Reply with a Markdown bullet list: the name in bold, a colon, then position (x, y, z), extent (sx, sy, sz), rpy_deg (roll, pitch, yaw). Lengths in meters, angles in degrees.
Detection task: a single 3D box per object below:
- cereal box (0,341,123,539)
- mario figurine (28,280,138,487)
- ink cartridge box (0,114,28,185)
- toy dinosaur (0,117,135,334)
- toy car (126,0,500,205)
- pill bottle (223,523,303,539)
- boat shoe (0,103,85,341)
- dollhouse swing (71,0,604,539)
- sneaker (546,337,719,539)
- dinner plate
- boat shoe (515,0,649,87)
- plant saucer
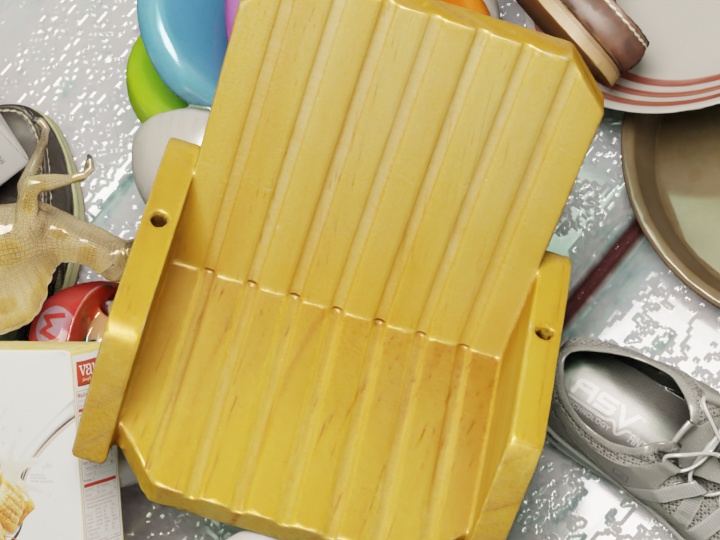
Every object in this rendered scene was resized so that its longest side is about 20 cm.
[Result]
- **cereal box**: position (-0.181, 0.134, 0.988), extent (0.143, 0.039, 0.201), rpy_deg (-2, 95, 30)
- **mario figurine**: position (-0.071, 0.053, 1.007), extent (0.199, 0.124, 0.106), rpy_deg (16, 119, 7)
- **ink cartridge box**: position (-0.293, -0.055, 1.068), extent (0.200, 0.086, 0.148), rpy_deg (-39, 44, -1)
- **toy dinosaur**: position (-0.194, -0.017, 0.984), extent (0.199, 0.058, 0.102), rpy_deg (-10, 92, 2)
- **toy car**: position (-0.026, -0.110, 1.014), extent (0.199, 0.150, 0.176), rpy_deg (8, 59, 12)
- **pill bottle**: position (-0.023, 0.217, 0.944), extent (0.112, 0.112, 0.201), rpy_deg (-27, 84, 1)
- **boat shoe**: position (-0.188, 0.001, 1.069), extent (0.073, 0.065, 0.201), rpy_deg (-5, 72, 10)
- **dollhouse swing**: position (0.000, 0.000, 0.898), extent (0.199, 0.176, 0.182), rpy_deg (17, 50, -4)
- **sneaker**: position (0.164, 0.095, 0.971), extent (0.199, 0.082, 0.075), rpy_deg (26, 80, 16)
- **dinner plate**: position (0.179, -0.159, 1.046), extent (0.200, 0.024, 0.201), rpy_deg (-18, 51, 23)
- **boat shoe**: position (0.092, -0.174, 1.045), extent (0.070, 0.070, 0.200), rpy_deg (-38, 53, 2)
- **plant saucer**: position (0.233, -0.062, 1.034), extent (0.199, 0.029, 0.201), rpy_deg (-3, 74, 9)
